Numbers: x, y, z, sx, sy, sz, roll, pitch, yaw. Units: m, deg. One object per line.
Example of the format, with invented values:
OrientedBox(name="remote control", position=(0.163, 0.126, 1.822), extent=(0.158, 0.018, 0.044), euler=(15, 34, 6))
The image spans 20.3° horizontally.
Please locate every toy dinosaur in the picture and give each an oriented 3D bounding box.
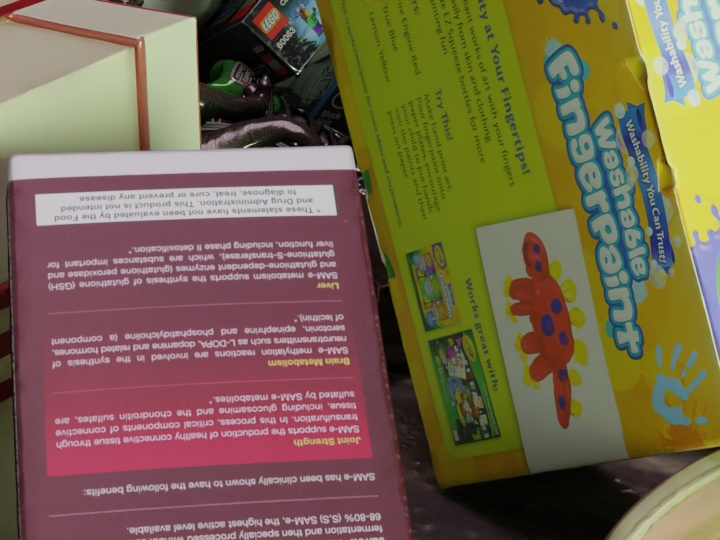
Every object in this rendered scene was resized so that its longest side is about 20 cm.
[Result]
OrientedBox(name="toy dinosaur", position=(-0.103, -0.065, 0.851), extent=(0.199, 0.077, 0.102), euler=(35, 45, 14))

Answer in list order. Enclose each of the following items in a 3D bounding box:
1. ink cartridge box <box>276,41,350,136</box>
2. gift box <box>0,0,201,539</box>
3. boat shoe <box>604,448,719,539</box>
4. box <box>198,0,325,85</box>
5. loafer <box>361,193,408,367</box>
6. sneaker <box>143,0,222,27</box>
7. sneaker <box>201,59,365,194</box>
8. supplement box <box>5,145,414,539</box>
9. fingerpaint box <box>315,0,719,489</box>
OrientedBox(name="ink cartridge box", position=(0.019, -0.124, 1.044), extent=(0.099, 0.039, 0.201), euler=(10, 50, 32))
OrientedBox(name="gift box", position=(-0.169, -0.019, 0.721), extent=(0.199, 0.186, 0.186), euler=(20, 30, 28))
OrientedBox(name="boat shoe", position=(0.161, 0.094, 0.628), extent=(0.199, 0.074, 0.063), euler=(-3, 17, -31))
OrientedBox(name="box", position=(-0.038, -0.148, 1.027), extent=(0.137, 0.038, 0.200), euler=(-52, 15, -16))
OrientedBox(name="loafer", position=(0.000, 0.000, 0.832), extent=(0.199, 0.072, 0.073), euler=(-12, 26, -30))
OrientedBox(name="sneaker", position=(-0.102, -0.139, 1.009), extent=(0.070, 0.074, 0.200), euler=(-24, 14, -3))
OrientedBox(name="sneaker", position=(-0.040, -0.050, 0.930), extent=(0.198, 0.086, 0.078), euler=(5, 23, 6))
OrientedBox(name="supplement box", position=(-0.044, 0.062, 0.570), extent=(0.108, 0.061, 0.201), euler=(-2, 56, -9))
OrientedBox(name="fingerpaint box", position=(0.075, -0.037, 0.691), extent=(0.073, 0.202, 0.166), euler=(-13, -4, -33))
